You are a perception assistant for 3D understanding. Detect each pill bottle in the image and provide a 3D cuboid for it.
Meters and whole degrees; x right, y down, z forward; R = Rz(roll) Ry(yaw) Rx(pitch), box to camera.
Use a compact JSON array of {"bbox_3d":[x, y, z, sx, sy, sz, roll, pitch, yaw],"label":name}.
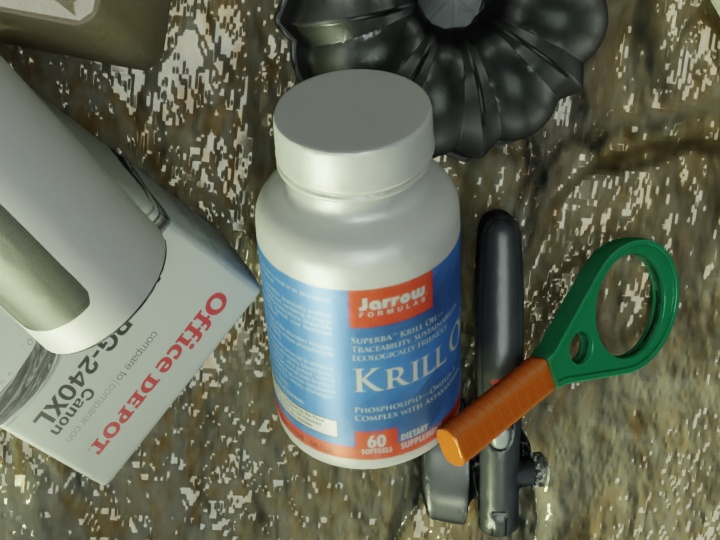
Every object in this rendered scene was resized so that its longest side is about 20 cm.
[{"bbox_3d":[0.000,0.000,0.732,0.110,0.113,0.202,-9,128,-6],"label":"pill bottle"}]

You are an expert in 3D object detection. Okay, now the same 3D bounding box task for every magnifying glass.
[{"bbox_3d":[0.120,0.049,0.794,0.199,0.022,0.081,-35,117,-30],"label":"magnifying glass"}]

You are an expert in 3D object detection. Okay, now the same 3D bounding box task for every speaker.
[{"bbox_3d":[-0.174,-0.055,0.588,0.081,0.081,0.201,-37,126,2],"label":"speaker"}]

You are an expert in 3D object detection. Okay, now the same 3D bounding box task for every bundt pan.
[{"bbox_3d":[0.053,-0.154,0.751,0.198,0.076,0.205,-2,104,-8],"label":"bundt pan"}]

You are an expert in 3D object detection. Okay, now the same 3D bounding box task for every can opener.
[{"bbox_3d":[0.080,0.065,0.817,0.077,0.063,0.203,2,104,-8],"label":"can opener"}]

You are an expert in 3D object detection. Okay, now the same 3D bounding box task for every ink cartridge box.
[{"bbox_3d":[-0.172,0.001,0.716,0.199,0.083,0.146,38,92,-36],"label":"ink cartridge box"}]

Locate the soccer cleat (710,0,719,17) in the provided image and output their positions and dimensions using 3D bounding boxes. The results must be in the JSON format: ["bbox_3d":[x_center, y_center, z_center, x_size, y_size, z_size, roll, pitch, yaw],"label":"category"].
[{"bbox_3d":[0.225,-0.169,0.770,0.069,0.078,0.202,-28,106,0],"label":"soccer cleat"}]

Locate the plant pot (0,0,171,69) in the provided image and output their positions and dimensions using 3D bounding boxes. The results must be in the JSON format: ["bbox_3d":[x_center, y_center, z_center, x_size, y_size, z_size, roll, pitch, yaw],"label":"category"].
[{"bbox_3d":[-0.181,-0.205,0.651,0.197,0.177,0.203,9,103,-10],"label":"plant pot"}]
